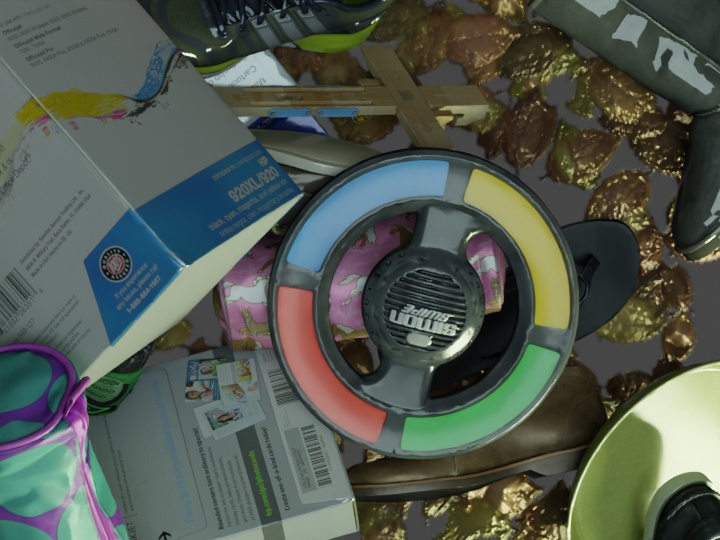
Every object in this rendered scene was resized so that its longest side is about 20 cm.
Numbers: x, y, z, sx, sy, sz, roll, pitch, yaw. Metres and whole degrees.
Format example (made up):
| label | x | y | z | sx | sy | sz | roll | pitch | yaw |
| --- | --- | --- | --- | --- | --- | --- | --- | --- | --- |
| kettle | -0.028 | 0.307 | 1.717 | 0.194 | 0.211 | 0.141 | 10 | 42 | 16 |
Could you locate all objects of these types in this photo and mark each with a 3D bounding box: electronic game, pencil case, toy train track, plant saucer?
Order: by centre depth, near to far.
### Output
| label | x | y | z | sx | sy | sz | roll | pitch | yaw |
| --- | --- | --- | --- | --- | --- | --- | --- | --- | --- |
| pencil case | -0.171 | 0.140 | 1.035 | 0.092 | 0.085 | 0.201 | 2 | 130 | 21 |
| electronic game | 0.040 | 0.022 | 1.158 | 0.198 | 0.042 | 0.202 | -1 | 102 | -3 |
| toy train track | -0.011 | -0.101 | 1.195 | 0.199 | 0.115 | 0.033 | -2 | 132 | -25 |
| pencil case | 0.000 | 0.000 | 1.214 | 0.198 | 0.083 | 0.087 | -7 | 100 | 0 |
| plant saucer | 0.222 | 0.142 | 1.269 | 0.199 | 0.031 | 0.201 | -14 | 123 | -22 |

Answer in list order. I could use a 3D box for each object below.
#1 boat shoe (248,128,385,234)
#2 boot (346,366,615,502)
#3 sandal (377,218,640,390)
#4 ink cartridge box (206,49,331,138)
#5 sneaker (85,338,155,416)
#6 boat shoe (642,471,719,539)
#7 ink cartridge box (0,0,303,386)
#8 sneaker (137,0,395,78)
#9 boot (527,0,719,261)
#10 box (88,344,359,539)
| label | x | y | z | sx | sy | sz | roll | pitch | yaw |
| --- | --- | --- | --- | --- | --- | --- | --- | --- | --- |
| boat shoe | -0.066 | -0.058 | 1.179 | 0.198 | 0.072 | 0.060 | 8 | 106 | -13 |
| boot | 0.076 | 0.116 | 1.266 | 0.199 | 0.074 | 0.076 | -11 | 85 | -14 |
| sandal | 0.109 | 0.031 | 1.264 | 0.199 | 0.043 | 0.076 | -28 | 101 | -4 |
| ink cartridge box | -0.144 | -0.095 | 1.211 | 0.199 | 0.041 | 0.200 | -40 | 102 | -2 |
| sneaker | -0.233 | 0.031 | 1.186 | 0.199 | 0.078 | 0.086 | 31 | 126 | 10 |
| boat shoe | 0.234 | 0.237 | 1.269 | 0.074 | 0.066 | 0.201 | -10 | 121 | -21 |
| ink cartridge box | -0.170 | -0.057 | 1.069 | 0.200 | 0.145 | 0.147 | 49 | 124 | 3 |
| sneaker | -0.058 | -0.175 | 1.158 | 0.199 | 0.081 | 0.074 | -17 | 82 | -33 |
| boot | 0.199 | -0.131 | 1.243 | 0.199 | 0.072 | 0.183 | 33 | 78 | -18 |
| box | -0.116 | 0.127 | 1.192 | 0.199 | 0.156 | 0.041 | -15 | 137 | -7 |
